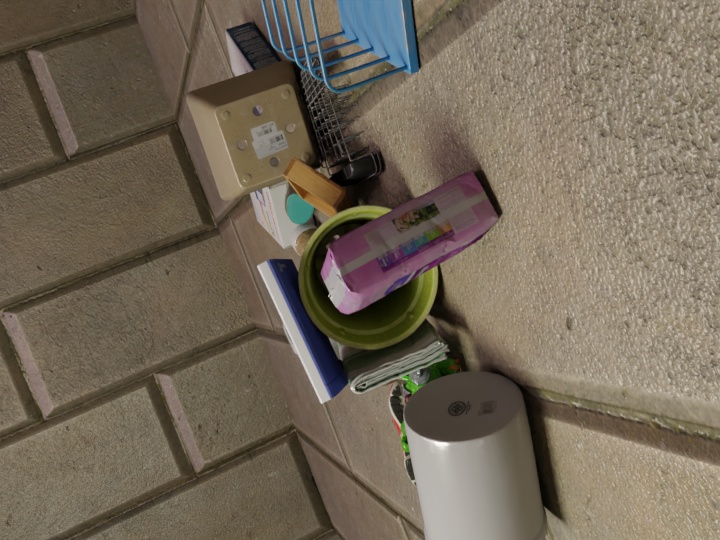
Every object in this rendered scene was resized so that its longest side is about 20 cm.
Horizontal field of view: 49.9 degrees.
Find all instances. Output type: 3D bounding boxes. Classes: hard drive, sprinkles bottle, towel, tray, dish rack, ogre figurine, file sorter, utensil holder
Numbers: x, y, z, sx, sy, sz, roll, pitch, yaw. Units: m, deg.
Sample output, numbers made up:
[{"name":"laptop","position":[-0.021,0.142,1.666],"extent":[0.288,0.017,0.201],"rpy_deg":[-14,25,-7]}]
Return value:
[{"name":"hard drive","position":[-0.077,0.080,1.089],"extent":[0.202,0.025,0.132],"rpy_deg":[65,-173,3]},{"name":"sprinkles bottle","position":[-0.075,-0.024,1.558],"extent":[0.200,0.067,0.069],"rpy_deg":[47,154,51]},{"name":"towel","position":[0.039,0.107,1.141],"extent":[0.200,0.147,0.031],"rpy_deg":[-120,9,-72]},{"name":"tray","position":[-0.062,-0.124,1.264],"extent":[0.098,0.037,0.200],"rpy_deg":[33,179,6]},{"name":"dish rack","position":[-0.039,-0.230,1.201],"extent":[0.153,0.054,0.203],"rpy_deg":[171,80,-73]},{"name":"ogre figurine","position":[0.095,0.178,1.149],"extent":[0.097,0.199,0.122],"rpy_deg":[13,107,31]},{"name":"file sorter","position":[-0.034,-0.318,0.941],"extent":[0.200,0.121,0.140],"rpy_deg":[48,154,52]},{"name":"utensil holder","position":[0.148,0.259,1.015],"extent":[0.170,0.168,0.203],"rpy_deg":[35,143,62]}]

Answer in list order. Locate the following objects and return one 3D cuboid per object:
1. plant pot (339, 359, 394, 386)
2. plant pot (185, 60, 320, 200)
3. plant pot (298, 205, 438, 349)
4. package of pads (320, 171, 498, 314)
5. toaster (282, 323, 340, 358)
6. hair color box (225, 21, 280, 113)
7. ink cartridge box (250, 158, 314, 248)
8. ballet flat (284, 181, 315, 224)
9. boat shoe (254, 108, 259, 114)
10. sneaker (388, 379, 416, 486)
[{"name":"plant pot","position":[-0.011,0.144,1.527],"extent":[0.202,0.092,0.202],"rpy_deg":[59,163,31]},{"name":"plant pot","position":[-0.170,-0.234,1.316],"extent":[0.177,0.197,0.203],"rpy_deg":[-139,30,-72]},{"name":"plant pot","position":[0.000,0.000,1.166],"extent":[0.184,0.198,0.203],"rpy_deg":[-140,30,-79]},{"name":"package of pads","position":[0.051,-0.029,0.897],"extent":[0.076,0.198,0.121],"rpy_deg":[60,167,6]},{"name":"toaster","position":[-0.045,0.080,1.330],"extent":[0.130,0.198,0.114],"rpy_deg":[-52,56,33]},{"name":"hair color box","position":[-0.193,-0.380,1.495],"extent":[0.201,0.060,0.101],"rpy_deg":[57,161,35]},{"name":"ink cartridge box","position":[-0.178,-0.156,1.695],"extent":[0.200,0.087,0.147],"rpy_deg":[40,148,55]},{"name":"ballet flat","position":[-0.119,-0.175,1.547],"extent":[0.201,0.066,0.064],"rpy_deg":[94,177,-56]},{"name":"boat shoe","position":[-0.212,-0.319,1.637],"extent":[0.067,0.070,0.200],"rpy_deg":[56,168,-29]},{"name":"sneaker","position":[0.101,0.295,1.420],"extent":[0.085,0.076,0.203],"rpy_deg":[-172,67,-84]}]
